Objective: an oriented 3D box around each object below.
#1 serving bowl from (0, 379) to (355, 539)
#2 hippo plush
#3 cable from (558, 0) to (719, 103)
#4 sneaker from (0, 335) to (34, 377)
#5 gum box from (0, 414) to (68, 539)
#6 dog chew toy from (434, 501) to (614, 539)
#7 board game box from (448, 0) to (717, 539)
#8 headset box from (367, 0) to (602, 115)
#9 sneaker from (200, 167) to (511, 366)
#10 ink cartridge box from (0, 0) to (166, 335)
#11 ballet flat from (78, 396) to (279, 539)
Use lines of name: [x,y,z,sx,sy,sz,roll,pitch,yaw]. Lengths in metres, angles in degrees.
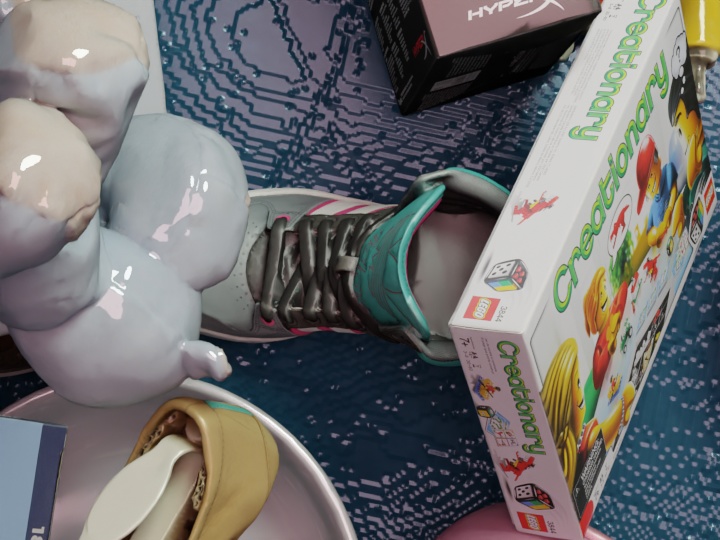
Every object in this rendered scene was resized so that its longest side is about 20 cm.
serving bowl: [-0.095,0.146,0.921,0.200,0.066,0.201,0,83,3]
hippo plush: [-0.106,-0.009,0.799,0.161,0.159,0.200,32,73,-36]
cable: [0.141,-0.178,0.999,0.097,0.050,0.200,18,72,4]
sneaker: [-0.213,0.002,0.941,0.200,0.085,0.073,5,99,-25]
gum box: [-0.209,0.135,0.872,0.045,0.200,0.170,14,83,-47]
dog chew toy: [0.052,0.200,0.915,0.124,0.125,0.200,30,92,-1]
board game box: [0.097,-0.006,0.890,0.035,0.126,0.200,7,49,26]
headset box: [0.029,-0.181,0.929,0.075,0.149,0.200,-17,86,-6]
sneaker: [0.000,0.000,0.924,0.200,0.121,0.084,1,85,-3]
ink cartridge box: [-0.177,-0.067,0.865,0.196,0.043,0.200,-11,107,-17]
ballet flat: [-0.107,0.135,0.851,0.069,0.063,0.200,26,81,33]
